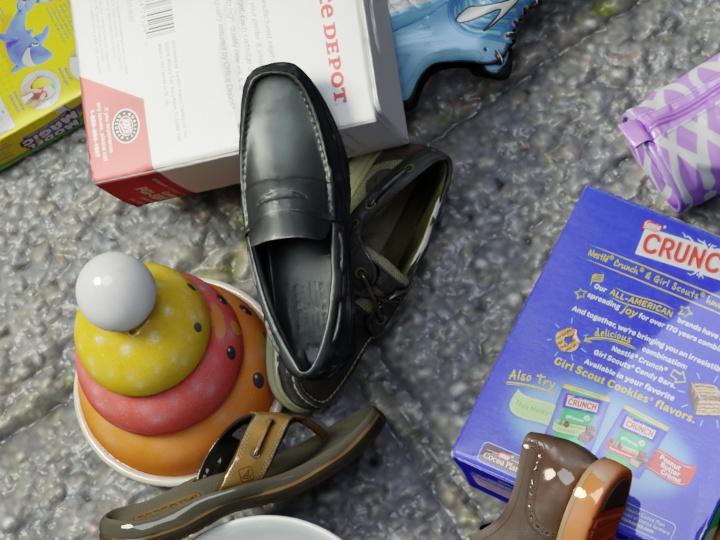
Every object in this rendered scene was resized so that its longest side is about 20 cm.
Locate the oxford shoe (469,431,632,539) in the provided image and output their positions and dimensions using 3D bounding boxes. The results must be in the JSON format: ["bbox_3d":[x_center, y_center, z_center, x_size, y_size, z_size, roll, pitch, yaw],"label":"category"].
[{"bbox_3d":[0.098,0.190,1.571,0.073,0.071,0.200,28,109,21],"label":"oxford shoe"}]

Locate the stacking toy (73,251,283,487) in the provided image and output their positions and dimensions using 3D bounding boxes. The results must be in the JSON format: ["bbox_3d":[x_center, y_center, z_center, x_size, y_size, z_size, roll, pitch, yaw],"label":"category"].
[{"bbox_3d":[-0.134,0.045,1.637,0.146,0.200,0.146,-4,69,10],"label":"stacking toy"}]

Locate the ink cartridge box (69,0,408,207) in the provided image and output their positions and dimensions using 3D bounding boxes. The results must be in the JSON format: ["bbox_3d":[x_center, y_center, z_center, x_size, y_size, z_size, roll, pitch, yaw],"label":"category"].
[{"bbox_3d":[-0.079,-0.136,1.707,0.200,0.083,0.147,-11,76,15],"label":"ink cartridge box"}]

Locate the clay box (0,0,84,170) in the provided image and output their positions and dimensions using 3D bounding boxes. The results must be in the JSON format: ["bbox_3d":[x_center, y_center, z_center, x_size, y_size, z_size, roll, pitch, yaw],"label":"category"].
[{"bbox_3d":[-0.214,-0.158,1.817,0.200,0.048,0.115,-28,68,-2],"label":"clay box"}]

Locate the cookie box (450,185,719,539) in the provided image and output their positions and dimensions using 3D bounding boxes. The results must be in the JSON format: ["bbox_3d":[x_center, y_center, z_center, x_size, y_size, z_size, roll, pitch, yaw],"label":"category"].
[{"bbox_3d":[0.179,0.072,1.630,0.171,0.075,0.200,23,76,19],"label":"cookie box"}]

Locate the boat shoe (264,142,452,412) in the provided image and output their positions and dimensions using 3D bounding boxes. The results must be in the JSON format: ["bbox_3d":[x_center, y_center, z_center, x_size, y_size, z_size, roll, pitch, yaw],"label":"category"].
[{"bbox_3d":[0.000,0.000,1.689,0.065,0.073,0.200,3,65,48],"label":"boat shoe"}]

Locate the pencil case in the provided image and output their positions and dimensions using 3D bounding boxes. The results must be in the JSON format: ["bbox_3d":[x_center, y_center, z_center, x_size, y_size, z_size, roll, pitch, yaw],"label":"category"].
[{"bbox_3d":[0.265,-0.118,1.683,0.200,0.086,0.084,-35,64,-2],"label":"pencil case"}]

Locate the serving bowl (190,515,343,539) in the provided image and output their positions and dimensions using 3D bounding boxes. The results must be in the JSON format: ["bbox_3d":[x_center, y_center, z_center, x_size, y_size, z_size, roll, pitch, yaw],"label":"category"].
[{"bbox_3d":[-0.052,0.255,1.599,0.200,0.066,0.200,-8,72,24],"label":"serving bowl"}]

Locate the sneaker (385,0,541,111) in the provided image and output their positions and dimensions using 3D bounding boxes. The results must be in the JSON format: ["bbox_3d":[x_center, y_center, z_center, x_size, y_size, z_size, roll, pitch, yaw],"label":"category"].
[{"bbox_3d":[0.091,-0.174,1.759,0.200,0.078,0.090,-29,82,5],"label":"sneaker"}]

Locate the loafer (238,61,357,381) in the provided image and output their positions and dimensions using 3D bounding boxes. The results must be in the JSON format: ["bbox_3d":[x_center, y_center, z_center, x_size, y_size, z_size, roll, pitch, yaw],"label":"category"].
[{"bbox_3d":[-0.039,-0.030,1.614,0.068,0.070,0.201,-8,94,10],"label":"loafer"}]

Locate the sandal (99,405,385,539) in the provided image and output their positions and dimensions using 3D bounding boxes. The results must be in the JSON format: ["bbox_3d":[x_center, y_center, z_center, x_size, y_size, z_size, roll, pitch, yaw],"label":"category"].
[{"bbox_3d":[-0.077,0.121,1.638,0.200,0.082,0.055,-20,97,-12],"label":"sandal"}]
